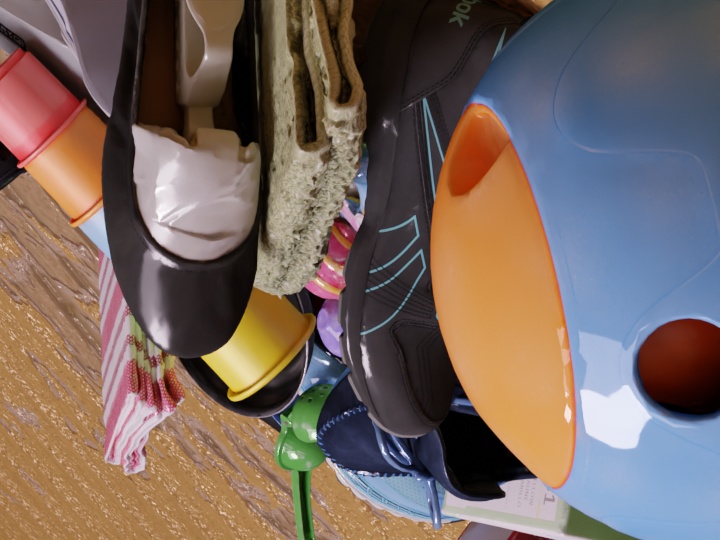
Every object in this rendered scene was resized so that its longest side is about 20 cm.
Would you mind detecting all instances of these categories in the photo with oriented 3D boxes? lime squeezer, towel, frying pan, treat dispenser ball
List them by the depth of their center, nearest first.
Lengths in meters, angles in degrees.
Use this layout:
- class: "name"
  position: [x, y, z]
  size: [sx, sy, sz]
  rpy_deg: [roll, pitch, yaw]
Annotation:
- class: "treat dispenser ball"
  position: [0.122, -0.008, 0.770]
  size: [0.200, 0.201, 0.201]
  rpy_deg: [33, 158, 15]
- class: "towel"
  position: [-0.026, -0.082, 0.982]
  size: [0.036, 0.149, 0.200]
  rpy_deg: [0, 159, -9]
- class: "frying pan"
  position: [-0.071, -0.015, 1.223]
  size: [0.115, 0.031, 0.191]
  rpy_deg: [2, 108, 45]
- class: "lime squeezer"
  position: [-0.014, 0.096, 1.242]
  size: [0.071, 0.038, 0.200]
  rpy_deg: [37, 152, -6]
- class: "towel"
  position: [-0.121, -0.003, 1.254]
  size: [0.030, 0.201, 0.146]
  rpy_deg: [0, 163, -12]

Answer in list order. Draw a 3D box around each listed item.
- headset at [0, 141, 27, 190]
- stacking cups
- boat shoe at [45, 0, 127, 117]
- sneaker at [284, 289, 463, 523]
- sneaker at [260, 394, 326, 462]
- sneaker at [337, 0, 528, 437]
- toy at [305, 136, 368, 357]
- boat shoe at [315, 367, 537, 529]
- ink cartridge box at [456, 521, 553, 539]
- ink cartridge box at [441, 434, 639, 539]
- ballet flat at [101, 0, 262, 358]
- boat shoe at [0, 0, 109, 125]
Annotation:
- class: "headset"
  position: [-0.201, -0.098, 1.198]
  size: [0.124, 0.094, 0.200]
  rpy_deg: [55, -174, 18]
- class: "stacking cups"
  position: [-0.107, -0.028, 1.146]
  size: [0.200, 0.061, 0.060]
  rpy_deg: [49, 157, -12]
- class: "boat shoe"
  position: [-0.104, -0.121, 1.067]
  size: [0.200, 0.073, 0.065]
  rpy_deg: [58, -175, 29]
- class: "sneaker"
  position: [0.010, 0.064, 1.268]
  size: [0.200, 0.078, 0.090]
  rpy_deg: [47, 154, -18]
- class: "sneaker"
  position: [-0.062, 0.043, 1.367]
  size: [0.200, 0.070, 0.078]
  rpy_deg: [42, 167, 3]
- class: "sneaker"
  position: [0.038, -0.018, 0.977]
  size: [0.079, 0.075, 0.201]
  rpy_deg: [12, 114, 21]
- class: "toy"
  position: [0.000, 0.000, 1.112]
  size: [0.115, 0.047, 0.201]
  rpy_deg: [46, 151, 37]
- class: "boat shoe"
  position: [0.046, 0.069, 1.058]
  size: [0.084, 0.069, 0.200]
  rpy_deg: [36, 145, -26]
- class: "ink cartridge box"
  position: [0.129, 0.226, 1.295]
  size: [0.200, 0.145, 0.084]
  rpy_deg: [44, 157, -11]
- class: "ink cartridge box"
  position: [0.152, 0.115, 1.088]
  size: [0.145, 0.048, 0.200]
  rpy_deg: [15, 174, -31]
- class: "ballet flat"
  position: [-0.072, -0.066, 0.960]
  size: [0.068, 0.201, 0.068]
  rpy_deg: [0, 172, -17]
- class: "boat shoe"
  position: [-0.143, -0.130, 1.150]
  size: [0.200, 0.064, 0.071]
  rpy_deg: [37, 160, 5]
